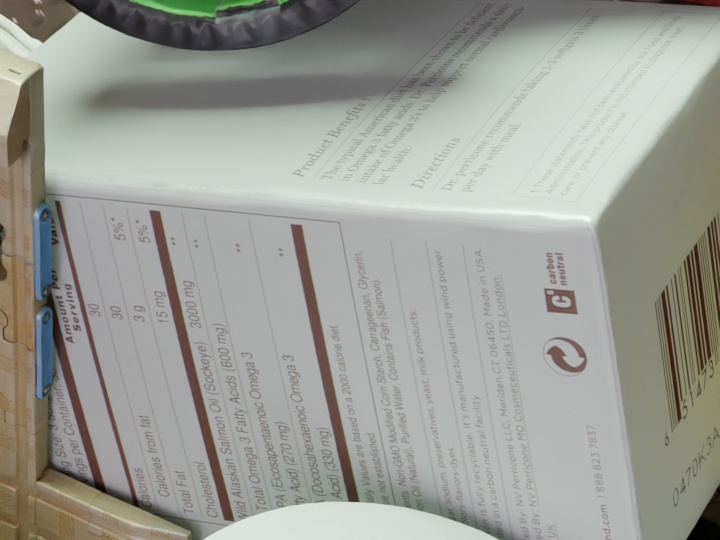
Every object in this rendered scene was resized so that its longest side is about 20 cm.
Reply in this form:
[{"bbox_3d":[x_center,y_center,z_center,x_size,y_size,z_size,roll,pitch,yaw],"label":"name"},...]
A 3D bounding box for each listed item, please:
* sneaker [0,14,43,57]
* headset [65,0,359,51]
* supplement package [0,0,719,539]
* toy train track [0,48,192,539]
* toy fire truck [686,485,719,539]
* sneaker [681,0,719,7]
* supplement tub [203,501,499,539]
[{"bbox_3d":[-0.155,-0.055,0.865,0.200,0.074,0.116,28,144,14],"label":"sneaker"},{"bbox_3d":[-0.048,-0.154,0.670,0.123,0.094,0.200,-9,117,20],"label":"headset"},{"bbox_3d":[0.000,0.000,0.740,0.200,0.117,0.118,6,125,28],"label":"supplement package"},{"bbox_3d":[-0.100,0.033,0.721,0.115,0.033,0.200,22,131,20],"label":"toy train track"},{"bbox_3d":[0.104,0.155,0.800,0.176,0.129,0.200,-11,111,-4],"label":"toy fire truck"},{"bbox_3d":[0.157,-0.067,0.762,0.200,0.074,0.087,6,110,20],"label":"sneaker"},{"bbox_3d":[-0.011,0.171,0.695,0.144,0.144,0.200,24,129,14],"label":"supplement tub"}]
